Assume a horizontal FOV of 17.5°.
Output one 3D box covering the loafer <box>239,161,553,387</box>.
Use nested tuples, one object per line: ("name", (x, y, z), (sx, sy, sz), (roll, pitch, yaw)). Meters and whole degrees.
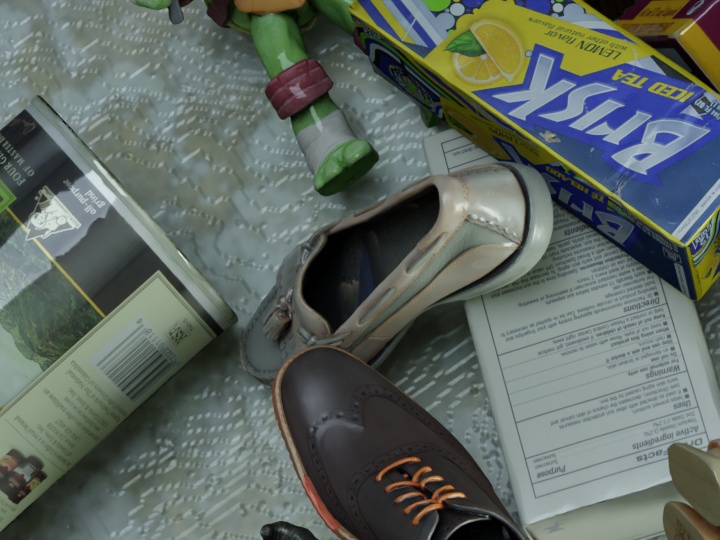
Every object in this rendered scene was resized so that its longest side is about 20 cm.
("loafer", (0.000, 0.000, 1.071), (0.200, 0.063, 0.072), (-31, 61, 42))

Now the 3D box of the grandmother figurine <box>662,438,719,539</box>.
("grandmother figurine", (0.228, 0.079, 1.004), (0.200, 0.121, 0.061), (-18, 51, -18))

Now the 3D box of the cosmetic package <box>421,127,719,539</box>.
("cosmetic package", (0.104, 0.022, 1.081), (0.103, 0.073, 0.200), (-16, 65, 8))

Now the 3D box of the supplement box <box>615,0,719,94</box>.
("supplement box", (0.223, -0.144, 1.080), (0.200, 0.110, 0.086), (-43, 103, -5))

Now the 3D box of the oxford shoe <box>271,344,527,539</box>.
("oxford shoe", (0.032, 0.101, 1.011), (0.071, 0.073, 0.200), (-34, 68, -17))

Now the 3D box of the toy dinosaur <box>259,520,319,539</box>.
("toy dinosaur", (0.006, 0.162, 1.064), (0.102, 0.077, 0.200), (0, 63, 3))

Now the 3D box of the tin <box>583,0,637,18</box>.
("tin", (0.143, -0.190, 1.177), (0.200, 0.042, 0.112), (-18, 69, 8))

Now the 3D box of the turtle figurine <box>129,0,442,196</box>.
("turtle figurine", (-0.031, -0.148, 1.134), (0.144, 0.200, 0.194), (-30, 80, -43))

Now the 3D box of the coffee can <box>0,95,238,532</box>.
("coffee can", (-0.179, 0.036, 1.115), (0.200, 0.146, 0.146), (-42, 64, -4))

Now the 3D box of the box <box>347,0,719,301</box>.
("box", (0.092, -0.076, 1.050), (0.200, 0.064, 0.070), (38, 80, 25))
